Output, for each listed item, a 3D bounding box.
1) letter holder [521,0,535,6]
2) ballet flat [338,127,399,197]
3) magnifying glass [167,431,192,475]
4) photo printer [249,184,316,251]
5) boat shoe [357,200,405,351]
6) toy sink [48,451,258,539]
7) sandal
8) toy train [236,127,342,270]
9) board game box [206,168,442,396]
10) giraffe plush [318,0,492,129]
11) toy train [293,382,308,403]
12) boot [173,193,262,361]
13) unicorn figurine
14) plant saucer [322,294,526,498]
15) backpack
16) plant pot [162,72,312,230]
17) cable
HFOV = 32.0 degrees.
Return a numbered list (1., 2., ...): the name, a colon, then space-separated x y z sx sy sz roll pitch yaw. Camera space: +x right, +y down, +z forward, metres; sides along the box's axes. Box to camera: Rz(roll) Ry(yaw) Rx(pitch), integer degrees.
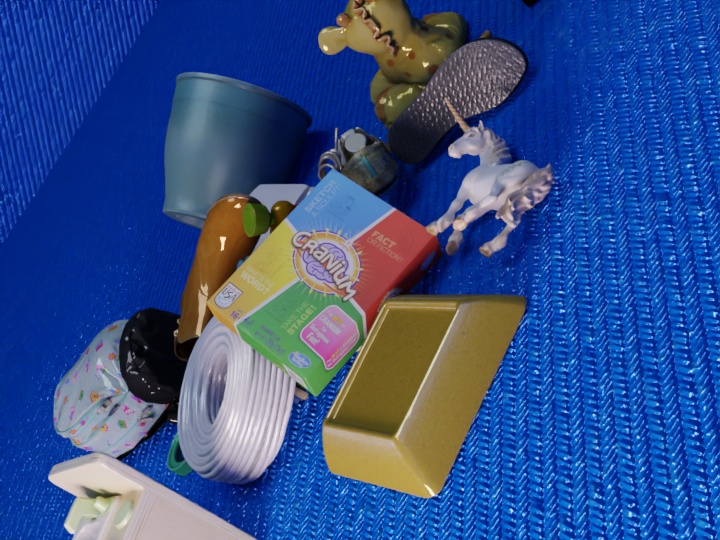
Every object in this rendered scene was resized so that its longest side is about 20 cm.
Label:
1. letter holder: 0.228 -0.428 1.429 0.200 0.100 0.143 -39 27 32
2. ballet flat: 0.002 -0.135 1.478 0.071 0.070 0.200 -52 14 6
3. magnifying glass: -0.178 0.157 1.533 0.201 0.022 0.079 -60 24 -12
4. photo printer: -0.121 -0.032 1.607 0.167 0.069 0.200 -61 25 -10
5. boat shoe: 0.000 0.000 1.349 0.072 0.067 0.201 -33 34 38
6. toy sink: -0.222 0.281 1.240 0.130 0.199 0.113 -22 40 49
7. sandal: 0.105 -0.196 1.402 0.200 0.076 0.043 -35 4 37
8. toy train: -0.082 -0.063 1.430 0.084 0.115 0.202 10 99 63
9. board game box: -0.037 0.008 1.286 0.153 0.040 0.200 33 72 30
10. giraffe plush: 0.039 -0.275 1.502 0.173 0.162 0.200 -55 24 0
11. toy train: -0.105 0.117 1.433 0.046 0.034 0.200 -62 24 -6
12. boot: -0.168 0.015 1.477 0.201 0.070 0.145 126 157 -53
13. unicorn figurine: 0.124 -0.082 1.232 0.138 0.074 0.199 -51 37 -14
14. plant saucer: 0.044 0.098 1.164 0.199 0.048 0.201 -3 56 61
15. backpack: -0.315 0.156 1.662 0.200 0.126 0.168 -44 29 30
16. plant pot: -0.188 -0.150 1.751 0.200 0.199 0.190 1 73 62
17. cable: -0.135 0.130 1.371 0.202 0.069 0.200 -69 26 17
